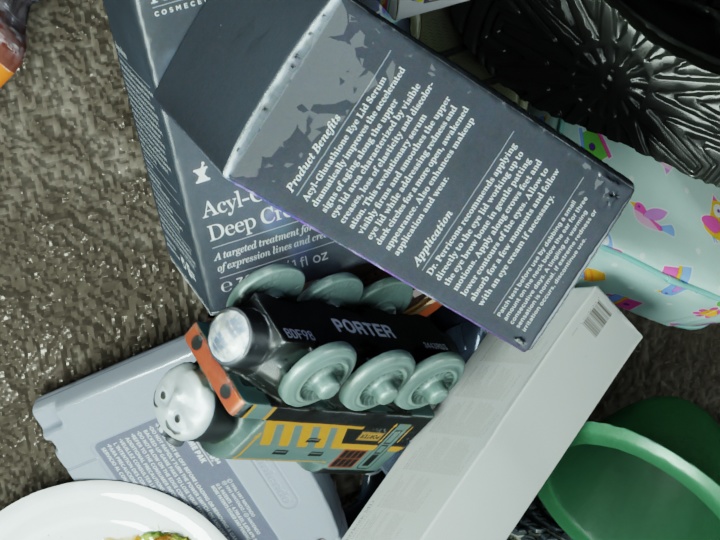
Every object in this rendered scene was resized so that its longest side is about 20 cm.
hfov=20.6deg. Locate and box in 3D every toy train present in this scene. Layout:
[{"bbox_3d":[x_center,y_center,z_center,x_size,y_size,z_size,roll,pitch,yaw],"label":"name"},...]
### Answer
[{"bbox_3d":[-0.026,0.061,1.093,0.114,0.085,0.200,-48,151,23],"label":"toy train"}]

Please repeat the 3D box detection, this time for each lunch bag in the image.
[{"bbox_3d":[0.179,-0.060,1.206,0.200,0.077,0.161,21,69,-28],"label":"lunch bag"}]

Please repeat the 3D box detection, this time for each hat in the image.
[{"bbox_3d":[0.212,0.093,1.227,0.166,0.200,0.176,45,63,-10],"label":"hat"}]

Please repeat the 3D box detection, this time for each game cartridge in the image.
[{"bbox_3d":[-0.090,0.130,1.194,0.133,0.041,0.200,-21,119,18],"label":"game cartridge"}]

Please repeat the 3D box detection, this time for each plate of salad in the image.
[{"bbox_3d":[-0.153,0.222,1.148,0.199,0.048,0.201,1,82,-7],"label":"plate of salad"}]

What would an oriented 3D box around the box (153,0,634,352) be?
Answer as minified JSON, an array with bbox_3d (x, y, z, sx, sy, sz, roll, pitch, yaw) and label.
[{"bbox_3d":[0.014,-0.066,1.008,0.200,0.148,0.104,30,97,-25],"label":"box"}]

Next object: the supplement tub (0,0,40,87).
[{"bbox_3d":[-0.250,-0.109,1.036,0.200,0.107,0.107,-47,117,1],"label":"supplement tub"}]

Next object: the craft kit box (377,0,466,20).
[{"bbox_3d":[0.056,-0.226,1.043,0.197,0.200,0.049,-16,139,-25],"label":"craft kit box"}]

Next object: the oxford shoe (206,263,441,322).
[{"bbox_3d":[0.000,0.000,1.190,0.200,0.071,0.073,-36,113,-4],"label":"oxford shoe"}]

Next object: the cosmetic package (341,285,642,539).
[{"bbox_3d":[0.075,0.100,1.141,0.051,0.082,0.200,46,68,-22],"label":"cosmetic package"}]

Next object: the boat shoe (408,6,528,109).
[{"bbox_3d":[0.054,-0.154,1.140,0.075,0.068,0.201,-10,108,7],"label":"boat shoe"}]

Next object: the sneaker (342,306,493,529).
[{"bbox_3d":[0.032,0.086,1.229,0.084,0.075,0.201,4,106,-22],"label":"sneaker"}]

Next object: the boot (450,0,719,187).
[{"bbox_3d":[0.161,-0.133,1.106,0.211,0.158,0.080,33,125,4],"label":"boot"}]

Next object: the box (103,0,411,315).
[{"bbox_3d":[-0.050,-0.101,1.113,0.148,0.107,0.201,-18,113,-13],"label":"box"}]

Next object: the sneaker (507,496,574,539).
[{"bbox_3d":[0.158,0.202,1.317,0.199,0.078,0.087,2,112,-20],"label":"sneaker"}]
